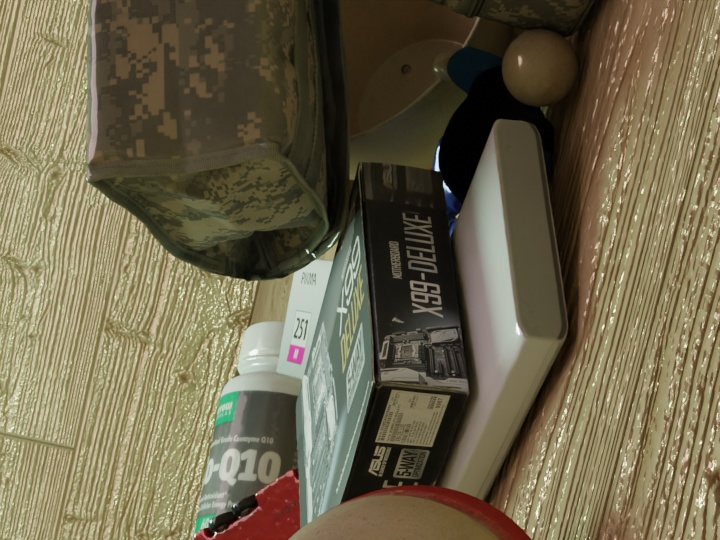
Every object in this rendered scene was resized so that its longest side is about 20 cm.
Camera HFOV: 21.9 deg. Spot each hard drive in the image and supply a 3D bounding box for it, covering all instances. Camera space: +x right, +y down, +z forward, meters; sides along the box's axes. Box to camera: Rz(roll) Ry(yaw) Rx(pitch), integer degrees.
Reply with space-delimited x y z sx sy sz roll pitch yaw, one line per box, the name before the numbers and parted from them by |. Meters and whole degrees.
hard drive | 0.058 0.039 0.944 0.200 0.026 0.132 109 162 -50

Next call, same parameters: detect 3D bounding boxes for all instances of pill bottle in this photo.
pill bottle | -0.067 0.152 1.517 0.113 0.112 0.201 118 163 -67

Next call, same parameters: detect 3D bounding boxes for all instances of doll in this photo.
doll | 0.067 -0.062 1.013 0.200 0.048 0.137 116 145 -54

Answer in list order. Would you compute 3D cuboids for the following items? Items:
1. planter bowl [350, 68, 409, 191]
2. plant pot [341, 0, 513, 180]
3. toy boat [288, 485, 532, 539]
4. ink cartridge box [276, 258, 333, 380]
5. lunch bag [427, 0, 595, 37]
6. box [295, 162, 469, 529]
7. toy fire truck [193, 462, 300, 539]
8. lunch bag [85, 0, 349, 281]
planter bowl | -0.032 -0.156 1.302 0.135 0.199 0.201 -137 59 -68
plant pot | 0.016 -0.136 1.166 0.134 0.199 0.201 42 -128 -54
toy boat | 0.021 0.185 0.773 0.131 0.130 0.201 -15 -59 -64
ink cartridge box | 0.000 0.000 1.345 0.200 0.043 0.175 -174 94 -71
lunch bag | 0.056 -0.238 0.951 0.139 0.167 0.201 119 163 -68
box | 0.007 0.068 0.997 0.201 0.049 0.158 106 166 -44
toy fire truck | -0.037 0.177 1.292 0.200 0.141 0.049 -36 71 31
lunch bag | -0.067 -0.097 0.993 0.200 0.117 0.165 51 -146 -70
